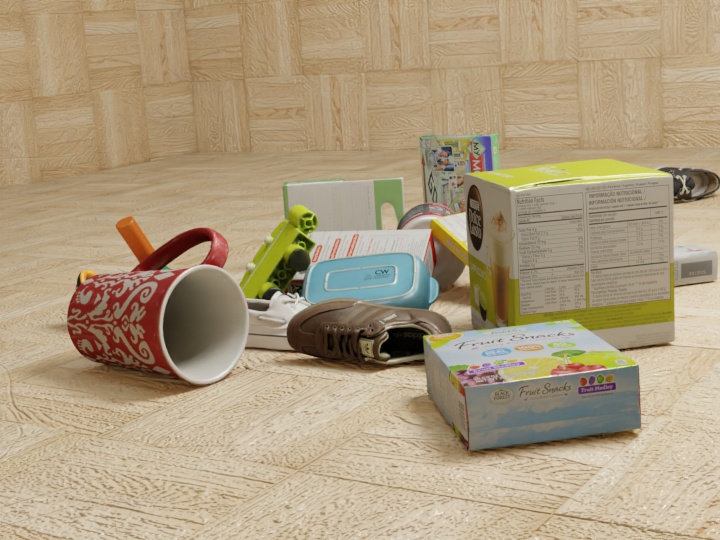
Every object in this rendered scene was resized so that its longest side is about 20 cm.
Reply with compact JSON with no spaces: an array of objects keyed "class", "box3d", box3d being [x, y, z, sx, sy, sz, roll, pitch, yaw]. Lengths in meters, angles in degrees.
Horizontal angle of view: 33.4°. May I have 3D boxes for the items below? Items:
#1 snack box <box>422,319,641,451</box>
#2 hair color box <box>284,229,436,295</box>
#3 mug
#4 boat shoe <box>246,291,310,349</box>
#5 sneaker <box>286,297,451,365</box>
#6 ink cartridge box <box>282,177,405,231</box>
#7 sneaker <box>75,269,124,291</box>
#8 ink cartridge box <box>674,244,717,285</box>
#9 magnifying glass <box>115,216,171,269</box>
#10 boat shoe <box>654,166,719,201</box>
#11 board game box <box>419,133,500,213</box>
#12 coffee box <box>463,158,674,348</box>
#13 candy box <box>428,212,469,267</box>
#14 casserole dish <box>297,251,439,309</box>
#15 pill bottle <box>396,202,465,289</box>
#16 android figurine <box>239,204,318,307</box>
[{"class":"snack box","box3d":[0.159,0.106,1.166,0.166,0.069,0.200,-6,9,-8]},{"class":"hair color box","box3d":[0.000,0.000,1.677,0.197,0.065,0.112,0,39,15]},{"class":"mug","box3d":[-0.233,0.048,1.422,0.198,0.135,0.178,0,34,42]},{"class":"boat shoe","box3d":[-0.097,0.060,1.497,0.197,0.066,0.074,-1,11,17]},{"class":"sneaker","box3d":[0.005,0.073,1.382,0.197,0.072,0.076,-3,12,10]},{"class":"ink cartridge box","box3d":[-0.025,-0.076,1.950,0.197,0.148,0.048,-4,10,1]},{"class":"sneaker","box3d":[-0.318,0.043,1.641,0.197,0.079,0.078,3,11,25]},{"class":"ink cartridge box","box3d":[0.401,-0.016,1.745,0.160,0.051,0.200,-7,15,-13]},{"class":"magnifying glass","box3d":[-0.249,0.013,1.507,0.079,0.201,0.023,-17,37,14]},{"class":"boat shoe","box3d":[0.643,-0.170,2.388,0.198,0.075,0.060,-2,3,-40]},{"class":"board game box","box3d":[0.166,-0.121,1.959,0.133,0.203,0.029,3,14,33]},{"class":"coffee box","box3d":[0.244,-0.021,1.432,0.197,0.201,0.200,-6,11,-10]},{"class":"candy box","box3d":[0.191,-0.017,1.652,0.101,0.027,0.200,-10,41,-37]},{"class":"casserole dish","box3d":[0.003,0.023,1.569,0.197,0.039,0.122,-5,42,10]},{"class":"pill bottle","box3d":[0.106,-0.043,1.822,0.109,0.113,0.200,-3,11,4]},{"class":"android figurine","box3d":[-0.119,-0.007,1.643,0.041,0.183,0.200,33,3,-18]}]
